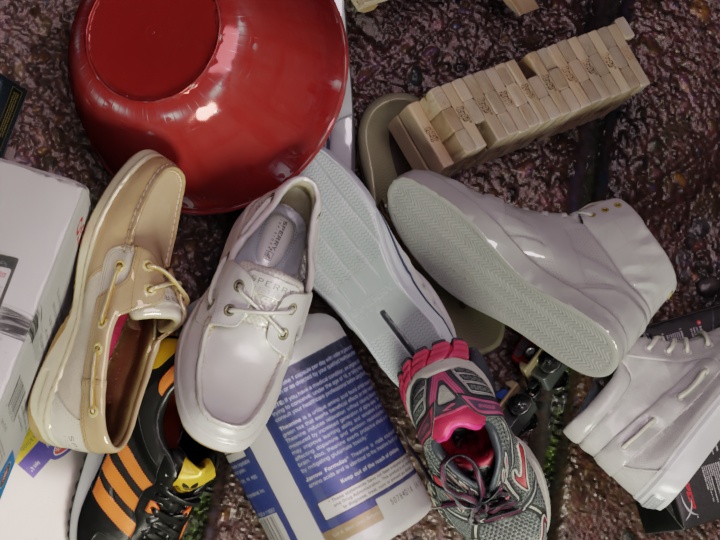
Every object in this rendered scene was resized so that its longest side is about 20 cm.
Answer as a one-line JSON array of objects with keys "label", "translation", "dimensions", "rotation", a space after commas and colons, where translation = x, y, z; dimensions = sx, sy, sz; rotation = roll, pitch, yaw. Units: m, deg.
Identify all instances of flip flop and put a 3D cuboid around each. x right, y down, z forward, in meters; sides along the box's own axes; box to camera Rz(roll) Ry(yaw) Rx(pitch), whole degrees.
[{"label": "flip flop", "translation": [0.051, -0.032, 1.495], "dimensions": [0.081, 0.058, 0.200], "rotation": [-15, 90, -17]}]

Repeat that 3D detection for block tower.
[{"label": "block tower", "translation": [0.120, -0.122, 1.507], "dimensions": [0.200, 0.054, 0.058], "rotation": [-25, 81, -32]}]

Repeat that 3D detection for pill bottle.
[{"label": "pill bottle", "translation": [-0.043, 0.099, 1.420], "dimensions": [0.111, 0.111, 0.200], "rotation": [-27, 89, -18]}]

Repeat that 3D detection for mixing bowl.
[{"label": "mixing bowl", "translation": [-0.118, -0.144, 1.395], "dimensions": [0.200, 0.108, 0.201], "rotation": [-3, 80, 17]}]

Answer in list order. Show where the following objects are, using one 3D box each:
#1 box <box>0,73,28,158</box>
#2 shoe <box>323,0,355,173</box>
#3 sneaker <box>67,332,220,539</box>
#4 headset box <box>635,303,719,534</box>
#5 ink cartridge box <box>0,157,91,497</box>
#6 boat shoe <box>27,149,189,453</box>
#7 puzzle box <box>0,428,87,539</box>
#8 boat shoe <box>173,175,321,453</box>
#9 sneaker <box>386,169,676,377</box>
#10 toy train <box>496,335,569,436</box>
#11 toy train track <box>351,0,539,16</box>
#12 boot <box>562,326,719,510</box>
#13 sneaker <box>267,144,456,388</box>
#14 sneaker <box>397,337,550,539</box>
[{"label": "box", "translation": [-0.311, -0.060, 1.373], "dimensions": [0.137, 0.038, 0.200], "rotation": [34, 69, -45]}, {"label": "shoe", "translation": [-0.052, -0.140, 1.485], "dimensions": [0.091, 0.071, 0.201], "rotation": [-4, 89, 1]}, {"label": "sneaker", "translation": [-0.134, 0.141, 1.370], "dimensions": [0.070, 0.090, 0.201], "rotation": [5, 98, -39]}, {"label": "headset box", "translation": [0.288, 0.094, 1.534], "dimensions": [0.200, 0.075, 0.149], "rotation": [-16, 85, -17]}, {"label": "ink cartridge box", "translation": [-0.242, 0.044, 1.328], "dimensions": [0.084, 0.146, 0.200], "rotation": [18, 71, 1]}, {"label": "boat shoe", "translation": [-0.144, 0.023, 1.333], "dimensions": [0.069, 0.074, 0.200], "rotation": [15, 84, 29]}, {"label": "puzzle box", "translation": [-0.243, 0.144, 1.400], "dimensions": [0.133, 0.025, 0.200], "rotation": [42, 72, -5]}, {"label": "boat shoe", "translation": [-0.067, 0.020, 1.330], "dimensions": [0.071, 0.069, 0.200], "rotation": [22, 53, -13]}, {"label": "sneaker", "translation": [0.122, -0.020, 1.452], "dimensions": [0.200, 0.074, 0.116], "rotation": [38, 51, 12]}, {"label": "toy train", "translation": [0.134, 0.060, 1.512], "dimensions": [0.046, 0.034, 0.200], "rotation": [26, 68, 33]}, {"label": "toy train track", "translation": [0.058, -0.218, 1.521], "dimensions": [0.200, 0.033, 0.115], "rotation": [-25, 79, -42]}, {"label": "boot", "translation": [0.226, 0.064, 1.446], "dimensions": [0.096, 0.074, 0.200], "rotation": [40, 66, 3]}, {"label": "sneaker", "translation": [0.000, 0.000, 1.450], "dimensions": [0.073, 0.071, 0.200], "rotation": [-30, 94, 6]}, {"label": "sneaker", "translation": [0.078, 0.140, 1.425], "dimensions": [0.080, 0.075, 0.200], "rotation": [-24, 130, 6]}]
